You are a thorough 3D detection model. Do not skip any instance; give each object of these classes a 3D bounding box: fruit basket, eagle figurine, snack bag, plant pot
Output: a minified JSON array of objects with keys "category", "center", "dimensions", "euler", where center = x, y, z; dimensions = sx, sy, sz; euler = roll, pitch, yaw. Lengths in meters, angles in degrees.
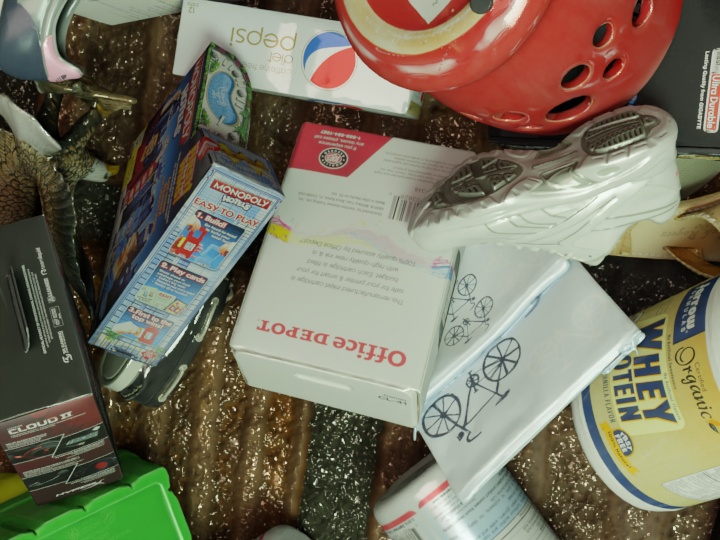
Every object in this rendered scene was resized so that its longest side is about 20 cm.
[{"category":"fruit basket","center":[-0.260,0.238,0.955],"dimensions":[0.214,0.215,0.157],"euler":[-22,89,13]},{"category":"eagle figurine","center":[-0.258,-0.069,0.939],"dimensions":[0.150,0.152,0.202],"euler":[17,108,-29]},{"category":"snack bag","center":[0.097,0.054,0.863],"dimensions":[0.189,0.201,0.021],"euler":[-45,129,12]},{"category":"plant pot","center":[0.096,-0.203,0.770],"dimensions":[0.199,0.182,0.203],"euler":[-2,86,37]}]

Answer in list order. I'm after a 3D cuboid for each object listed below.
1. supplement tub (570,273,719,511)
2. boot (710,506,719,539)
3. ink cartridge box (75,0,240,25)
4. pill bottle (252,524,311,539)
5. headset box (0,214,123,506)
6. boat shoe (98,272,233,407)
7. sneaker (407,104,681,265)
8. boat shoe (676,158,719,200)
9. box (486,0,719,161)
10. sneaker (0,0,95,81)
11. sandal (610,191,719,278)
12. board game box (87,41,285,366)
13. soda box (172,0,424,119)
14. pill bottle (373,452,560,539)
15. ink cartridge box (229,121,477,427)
[{"category":"supplement tub","center":[0.259,0.078,0.792],"dimensions":[0.200,0.144,0.145],"euler":[-35,86,50]},{"category":"boot","center":[0.367,0.168,0.855],"dimensions":[0.150,0.073,0.202],"euler":[29,94,9]},{"category":"ink cartridge box","center":[-0.170,-0.279,0.908],"dimensions":[0.197,0.125,0.130],"euler":[-8,93,12]},{"category":"pill bottle","center":[-0.116,0.310,0.947],"dimensions":[0.199,0.113,0.114],"euler":[-34,87,13]},{"category":"headset box","center":[-0.239,0.067,0.842],"dimensions":[0.074,0.201,0.150],"euler":[-16,64,-13]},{"category":"boat shoe","center":[-0.143,0.023,0.958],"dimensions":[0.060,0.074,0.201],"euler":[34,83,-35]},{"category":"sneaker","center":[0.132,-0.037,0.796],"dimensions":[0.198,0.078,0.100],"euler":[-15,122,18]},{"category":"boat shoe","center":[0.251,-0.111,0.870],"dimensions":[0.200,0.072,0.068],"euler":[-42,49,19]},{"category":"box","center":[0.196,-0.186,0.833],"dimensions":[0.197,0.049,0.203],"euler":[10,94,39]},{"category":"sneaker","center":[-0.219,-0.237,0.833],"dimensions":[0.081,0.070,0.202],"euler":[15,102,-6]},{"category":"sandal","center":[0.256,-0.017,0.842],"dimensions":[0.209,0.070,0.078],"euler":[2,134,4]},{"category":"board game box","center":[-0.124,-0.060,0.859],"dimensions":[0.061,0.202,0.199],"euler":[23,143,-26]},{"category":"soda box","center":[-0.046,-0.170,0.918],"dimensions":[0.197,0.068,0.065],"euler":[11,96,11]},{"category":"pill bottle","center":[0.108,0.235,0.895],"dimensions":[0.108,0.109,0.201],"euler":[-38,86,12]},{"category":"ink cartridge box","center":[0.000,0.000,0.870],"dimensions":[0.146,0.086,0.202],"euler":[13,67,10]}]
